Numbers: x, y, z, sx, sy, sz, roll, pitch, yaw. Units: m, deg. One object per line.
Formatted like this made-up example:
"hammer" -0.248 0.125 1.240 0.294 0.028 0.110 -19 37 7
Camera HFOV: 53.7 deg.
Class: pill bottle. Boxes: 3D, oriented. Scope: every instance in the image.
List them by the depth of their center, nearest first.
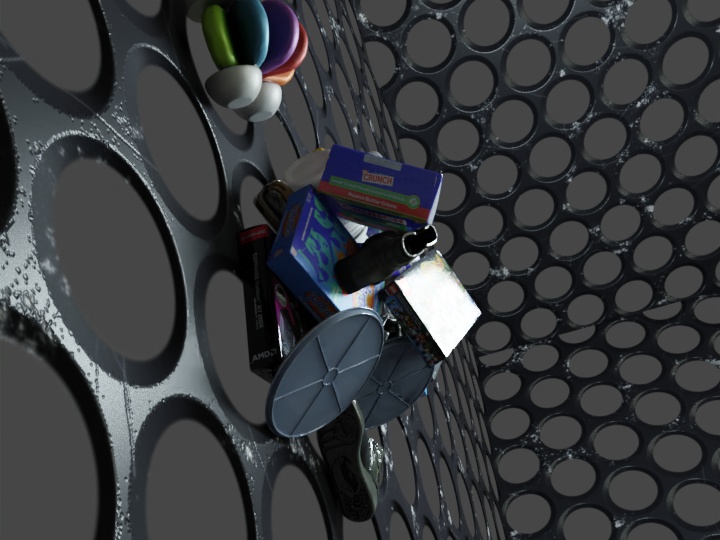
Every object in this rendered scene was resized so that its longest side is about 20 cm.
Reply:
"pill bottle" -0.054 -0.100 1.263 0.118 0.114 0.203 -90 159 -53

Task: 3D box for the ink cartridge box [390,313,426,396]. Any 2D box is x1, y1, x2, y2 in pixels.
"ink cartridge box" 0.070 0.179 1.458 0.202 0.114 0.069 -88 154 -55

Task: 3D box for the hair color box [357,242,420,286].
"hair color box" 0.000 0.000 1.194 0.197 0.108 0.066 -3 73 -44

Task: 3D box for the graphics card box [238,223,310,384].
"graphics card box" -0.112 0.054 0.965 0.126 0.050 0.204 53 25 -59

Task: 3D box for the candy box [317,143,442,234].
"candy box" 0.034 -0.111 1.086 0.200 0.165 0.079 64 43 -81

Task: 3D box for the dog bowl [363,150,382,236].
"dog bowl" 0.015 -0.153 1.556 0.200 0.077 0.205 167 -90 -78

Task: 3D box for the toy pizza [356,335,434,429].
"toy pizza" 0.032 0.175 1.131 0.032 0.198 0.201 52 -4 41

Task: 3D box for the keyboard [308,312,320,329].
"keyboard" -0.072 0.081 1.045 0.128 0.020 0.204 114 -28 -52

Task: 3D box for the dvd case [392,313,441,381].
"dvd case" 0.108 0.108 1.422 0.203 0.024 0.150 64 18 -3

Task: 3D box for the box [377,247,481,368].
"box" 0.115 0.053 1.129 0.138 0.037 0.199 55 29 1

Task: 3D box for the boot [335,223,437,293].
"boot" 0.058 -0.028 1.017 0.069 0.129 0.200 63 27 -5

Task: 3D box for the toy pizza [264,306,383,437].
"toy pizza" -0.048 0.127 0.915 0.032 0.201 0.201 38 -9 32

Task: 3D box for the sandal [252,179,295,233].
"sandal" -0.112 -0.102 1.072 0.082 0.054 0.201 47 15 -14

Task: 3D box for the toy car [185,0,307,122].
"toy car" -0.152 -0.327 1.033 0.200 0.147 0.179 7 68 -77

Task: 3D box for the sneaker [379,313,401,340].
"sneaker" 0.031 0.123 1.371 0.200 0.109 0.079 -46 118 -76

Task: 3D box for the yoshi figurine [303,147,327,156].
"yoshi figurine" -0.053 -0.169 1.411 0.200 0.109 0.115 9 81 -79

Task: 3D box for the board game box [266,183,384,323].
"board game box" -0.041 0.002 1.006 0.201 0.044 0.154 51 31 -30

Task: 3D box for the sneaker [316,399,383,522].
"sneaker" -0.015 0.263 1.084 0.114 0.074 0.204 -60 136 -76
